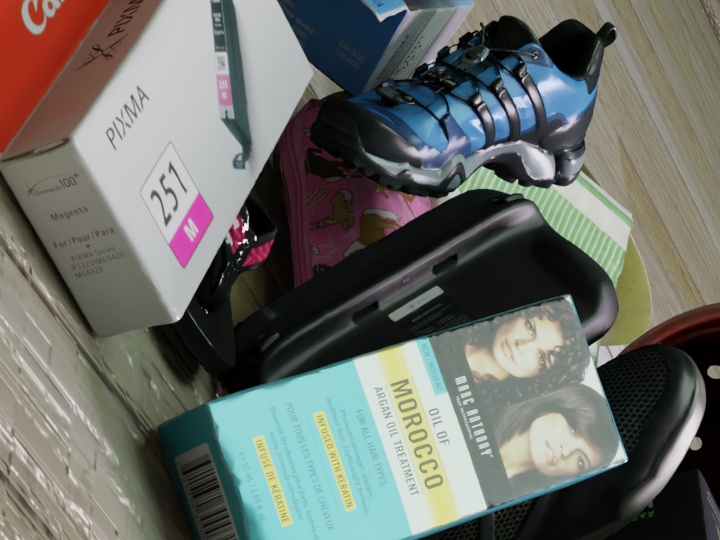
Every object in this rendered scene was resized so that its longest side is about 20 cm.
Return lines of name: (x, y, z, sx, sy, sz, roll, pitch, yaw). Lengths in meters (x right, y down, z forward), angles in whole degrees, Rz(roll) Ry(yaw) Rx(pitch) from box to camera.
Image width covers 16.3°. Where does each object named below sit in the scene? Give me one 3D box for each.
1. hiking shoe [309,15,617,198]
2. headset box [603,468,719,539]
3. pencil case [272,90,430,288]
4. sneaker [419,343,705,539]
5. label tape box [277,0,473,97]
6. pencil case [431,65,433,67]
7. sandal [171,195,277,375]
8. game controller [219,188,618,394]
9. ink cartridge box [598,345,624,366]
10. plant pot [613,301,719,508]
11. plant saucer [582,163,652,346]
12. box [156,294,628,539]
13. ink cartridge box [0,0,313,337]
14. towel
hiking shoe: (0.050, -0.090, 1.265, 0.074, 0.087, 0.199, 30, 23, 31)
headset box: (0.103, 0.214, 1.184, 0.201, 0.173, 0.093, -86, 152, -54)
pencil case: (0.000, 0.000, 1.281, 0.087, 0.082, 0.201, 75, 7, -45)
sneaker: (0.067, 0.085, 1.185, 0.114, 0.199, 0.076, 54, 6, -40)
label tape box: (-0.032, -0.155, 1.297, 0.143, 0.066, 0.200, 39, 16, 7)
pencil case: (0.041, -0.016, 1.435, 0.091, 0.083, 0.201, -22, 93, -53)
sandal: (-0.067, -0.034, 1.160, 0.201, 0.045, 0.075, -91, 155, -51)
game controller: (0.031, 0.028, 1.180, 0.104, 0.199, 0.042, 46, -37, 19)
ink cartridge box: (0.155, 0.109, 1.697, 0.200, 0.067, 0.117, -21, 91, -75)
plant pot: (0.204, 0.117, 1.381, 0.195, 0.199, 0.202, 19, 50, -88)
plant saucer: (0.107, -0.027, 1.609, 0.200, 0.031, 0.200, 46, -20, 22)
box: (0.017, 0.075, 1.083, 0.199, 0.049, 0.083, -16, 83, -34)
ink cartridge box: (-0.100, -0.100, 1.058, 0.174, 0.043, 0.200, 63, 30, -26)
towel: (0.082, 0.012, 1.391, 0.152, 0.023, 0.201, 39, 53, -31)
